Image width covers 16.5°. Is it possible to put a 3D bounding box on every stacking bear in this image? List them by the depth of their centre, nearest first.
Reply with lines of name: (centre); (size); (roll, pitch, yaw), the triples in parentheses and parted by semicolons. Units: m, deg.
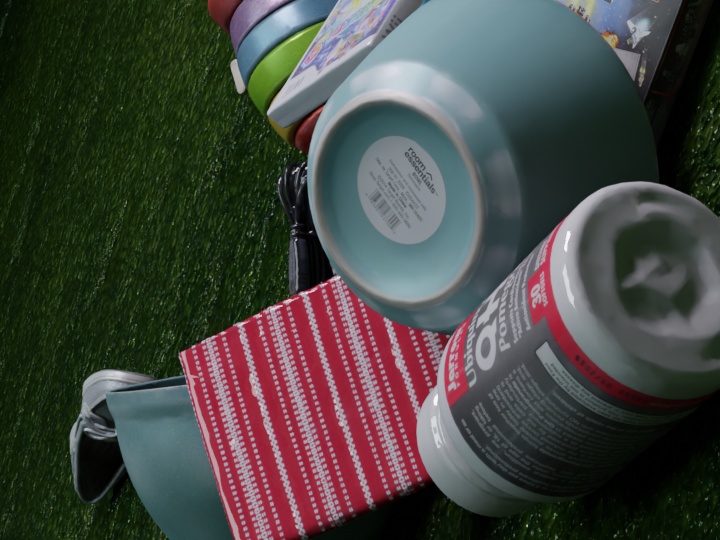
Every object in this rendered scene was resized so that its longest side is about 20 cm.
stacking bear: (-0.017, -0.126, 1.733); (0.121, 0.113, 0.201); (-47, 64, 44)

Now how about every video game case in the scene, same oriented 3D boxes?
video game case: (0.023, -0.186, 1.535); (0.143, 0.018, 0.201); (-27, 29, 59)

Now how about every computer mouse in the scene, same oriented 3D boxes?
computer mouse: (0.000, 0.000, 1.608); (0.200, 0.044, 0.110); (28, -127, -69)

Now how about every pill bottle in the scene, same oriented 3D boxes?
pill bottle: (0.105, 0.049, 1.234); (0.200, 0.110, 0.111); (131, 151, -53)

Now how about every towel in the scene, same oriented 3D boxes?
towel: (0.002, 0.069, 1.428); (0.199, 0.022, 0.145); (-25, 62, 11)

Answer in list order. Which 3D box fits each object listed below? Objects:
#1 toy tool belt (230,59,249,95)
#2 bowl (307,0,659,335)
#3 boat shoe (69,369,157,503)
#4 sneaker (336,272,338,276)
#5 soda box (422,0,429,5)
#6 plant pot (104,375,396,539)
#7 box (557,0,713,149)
toy tool belt: (-0.028, -0.206, 1.887); (0.125, 0.122, 0.201); (137, 146, -59)
bowl: (0.049, -0.046, 1.327); (0.200, 0.105, 0.202); (13, 111, 35)
boat shoe: (-0.228, 0.149, 2.274); (0.202, 0.074, 0.065); (127, 149, -57)
sneaker: (0.022, -0.050, 1.510); (0.082, 0.074, 0.201); (25, 103, 62)
soda box: (0.058, -0.182, 1.690); (0.201, 0.064, 0.068); (-94, 27, -49)
plant pot: (-0.054, 0.127, 1.573); (0.200, 0.199, 0.135); (170, 91, -71)
box: (0.124, -0.156, 1.363); (0.136, 0.040, 0.201); (26, 101, 31)
